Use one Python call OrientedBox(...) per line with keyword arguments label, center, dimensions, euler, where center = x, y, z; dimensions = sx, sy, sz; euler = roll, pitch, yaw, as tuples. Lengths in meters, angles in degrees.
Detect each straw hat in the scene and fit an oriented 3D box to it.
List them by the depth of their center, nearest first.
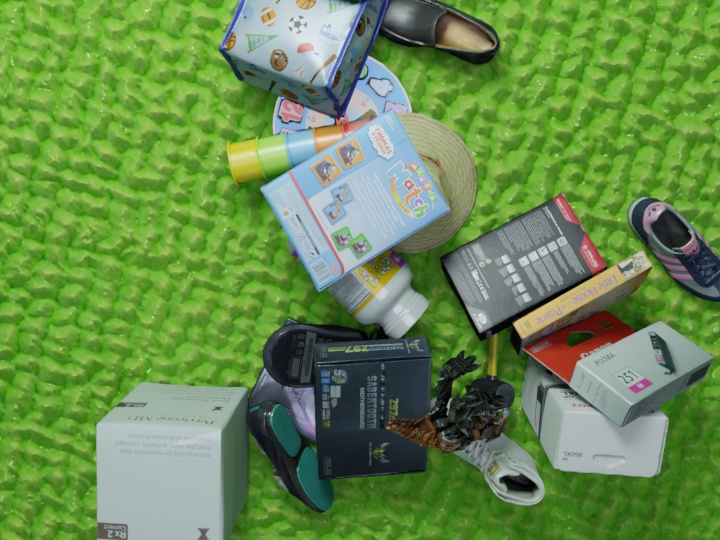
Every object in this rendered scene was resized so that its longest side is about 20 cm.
OrientedBox(label="straw hat", center=(0.077, -0.110, 1.265), dimensions=(0.197, 0.085, 0.205), euler=(-3, 104, -12))

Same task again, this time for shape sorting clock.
OrientedBox(label="shape sorting clock", center=(-0.023, -0.198, 1.287), dimensions=(0.196, 0.039, 0.204), euler=(0, 98, -3))

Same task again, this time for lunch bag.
OrientedBox(label="lunch bag", center=(-0.065, -0.330, 1.210), dimensions=(0.168, 0.124, 0.203), euler=(22, 81, 11))

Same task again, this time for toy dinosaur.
OrientedBox(label="toy dinosaur", center=(0.126, 0.197, 1.234), dimensions=(0.102, 0.199, 0.137), euler=(38, 123, 25))

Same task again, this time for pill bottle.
OrientedBox(label="pill bottle", center=(0.000, 0.000, 1.273), dimensions=(0.200, 0.104, 0.104), euler=(45, 93, -2))

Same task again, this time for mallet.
OrientedBox(label="mallet", center=(0.196, 0.097, 1.328), dimensions=(0.041, 0.065, 0.204), euler=(3, 96, -34))

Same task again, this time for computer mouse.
OrientedBox(label="computer mouse", center=(-0.045, 0.126, 1.310), dimensions=(0.196, 0.053, 0.141), euler=(12, 95, -18))

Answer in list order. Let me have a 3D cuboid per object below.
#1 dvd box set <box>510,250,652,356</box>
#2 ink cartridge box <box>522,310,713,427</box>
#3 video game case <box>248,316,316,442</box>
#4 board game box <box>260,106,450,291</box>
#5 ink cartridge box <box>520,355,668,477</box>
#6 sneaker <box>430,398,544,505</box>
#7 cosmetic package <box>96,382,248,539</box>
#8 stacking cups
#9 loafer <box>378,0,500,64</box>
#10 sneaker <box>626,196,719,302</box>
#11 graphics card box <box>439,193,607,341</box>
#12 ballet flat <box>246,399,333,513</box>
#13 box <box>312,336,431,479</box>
OrientedBox(label="dvd box set", center=(0.299, 0.048, 1.290), dimensions=(0.198, 0.146, 0.030), euler=(-30, 74, 1))
OrientedBox(label="ink cartridge box", center=(0.343, 0.110, 1.247), dimensions=(0.198, 0.173, 0.044), euler=(-17, 134, -38))
OrientedBox(label="video game case", center=(-0.048, 0.175, 1.348), dimensions=(0.197, 0.019, 0.145), euler=(26, 95, -8))
OrientedBox(label="board game box", center=(-0.006, -0.090, 1.202), dimensions=(0.198, 0.037, 0.153), euler=(-31, 91, 0))
OrientedBox(label="ink cartridge box", center=(0.313, 0.193, 1.276), dimensions=(0.142, 0.200, 0.086), euler=(4, 106, -5))
OrientedBox(label="sneaker", center=(0.176, 0.256, 1.324), dimensions=(0.198, 0.116, 0.074), euler=(31, 97, -6))
OrientedBox(label="cosmetic package", center=(-0.243, 0.257, 1.247), dimensions=(0.161, 0.200, 0.169), euler=(2, 98, 2))
OrientedBox(label="stacking cups", center=(-0.077, -0.166, 1.243), dimensions=(0.196, 0.061, 0.062), euler=(-14, 99, 4))
OrientedBox(label="loafer", center=(0.097, -0.333, 1.259), dimensions=(0.196, 0.072, 0.074), euler=(13, 98, -5))
OrientedBox(label="sneaker", center=(0.461, -0.022, 1.320), dimensions=(0.199, 0.082, 0.070), euler=(39, 94, -8))
OrientedBox(label="graphics card box", center=(0.223, -0.004, 1.298), dimensions=(0.198, 0.051, 0.127), euler=(-28, 71, -2))
OrientedBox(label="ballet flat", center=(-0.104, 0.264, 1.330), dimensions=(0.072, 0.073, 0.202), euler=(-27, 118, 0))
OrientedBox(label="box", center=(0.015, 0.190, 1.275), dimensions=(0.154, 0.051, 0.203), euler=(-3, 121, -6))
